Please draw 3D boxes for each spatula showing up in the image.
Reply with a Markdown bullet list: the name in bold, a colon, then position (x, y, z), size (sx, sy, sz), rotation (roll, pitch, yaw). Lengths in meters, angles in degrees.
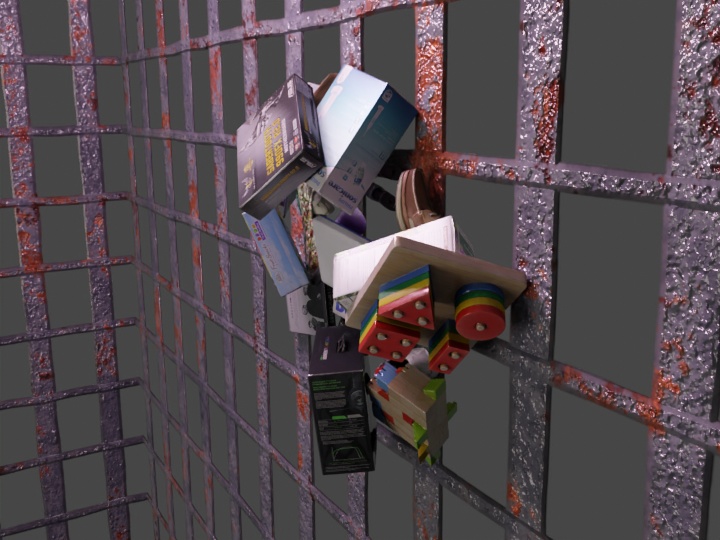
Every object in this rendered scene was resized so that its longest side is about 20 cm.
- **spatula**: position (-0.046, -0.035, 1.393), size (0.057, 0.020, 0.201), rotation (50, 135, 18)

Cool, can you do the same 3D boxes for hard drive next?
- **hard drive**: position (0.000, 0.000, 1.303), size (0.198, 0.025, 0.134), rotation (29, 139, 39)

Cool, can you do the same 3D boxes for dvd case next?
- **dvd case**: position (-0.109, 0.059, 1.662), size (0.199, 0.024, 0.154), rotation (0, 97, 62)

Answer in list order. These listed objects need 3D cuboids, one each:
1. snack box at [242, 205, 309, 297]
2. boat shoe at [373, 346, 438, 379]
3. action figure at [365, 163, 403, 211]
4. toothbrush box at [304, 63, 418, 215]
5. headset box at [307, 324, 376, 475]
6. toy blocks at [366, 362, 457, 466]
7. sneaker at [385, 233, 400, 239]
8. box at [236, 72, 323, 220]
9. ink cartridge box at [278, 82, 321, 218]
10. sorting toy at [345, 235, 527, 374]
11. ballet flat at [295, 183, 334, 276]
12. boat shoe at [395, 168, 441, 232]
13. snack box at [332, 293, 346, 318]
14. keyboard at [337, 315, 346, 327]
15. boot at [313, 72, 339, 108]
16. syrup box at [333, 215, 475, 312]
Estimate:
- **snack box**: position (-0.159, -0.046, 1.516), size (0.200, 0.067, 0.171), rotation (-130, 16, -85)
- **boat shoe**: position (0.060, 0.177, 1.334), size (0.199, 0.065, 0.074), rotation (-29, 71, 59)
- **action figure**: position (-0.008, -0.169, 1.364), size (0.199, 0.068, 0.133), rotation (31, 108, 45)
- **toothbrush box**: position (-0.021, -0.215, 1.283), size (0.202, 0.085, 0.146), rotation (-56, 39, 3)
- **headset box**: position (-0.028, 0.206, 1.327), size (0.175, 0.091, 0.204), rotation (-85, -12, -69)
- **toy blocks**: position (0.069, 0.206, 1.237), size (0.136, 0.100, 0.202), rotation (32, 152, 29)
- **sneaker**: position (0.027, 0.006, 1.349), size (0.199, 0.066, 0.092), rotation (-26, 85, 58)
- **box**: position (-0.138, -0.207, 1.303), size (0.157, 0.048, 0.203), rotation (-36, 42, 28)
- **ink cartridge box**: position (-0.123, -0.230, 1.487), size (0.201, 0.040, 0.203), rotation (-66, -11, -60)
- **sorting toy**: position (0.100, 0.062, 1.089), size (0.200, 0.196, 0.071), rotation (122, 158, -49)
- **ballet flat**: position (-0.074, -0.089, 1.458), size (0.063, 0.075, 0.205), rotation (-2, 102, 29)
- **boat shoe**: position (0.106, -0.055, 1.209), size (0.073, 0.075, 0.205), rotation (-7, 93, 31)
- **snack box**: position (0.023, 0.070, 1.385), size (0.198, 0.024, 0.074), rotation (24, 115, 46)
- **keyboard**: position (0.000, 0.054, 1.466), size (0.102, 0.039, 0.205), rotation (-1, 94, 38)
- **boot**: position (-0.078, -0.253, 1.383), size (0.202, 0.075, 0.074), rotation (-57, 15, 1)
- **syrup box**: position (0.062, 0.001, 1.138), size (0.197, 0.079, 0.083), rotation (-18, 51, 24)
